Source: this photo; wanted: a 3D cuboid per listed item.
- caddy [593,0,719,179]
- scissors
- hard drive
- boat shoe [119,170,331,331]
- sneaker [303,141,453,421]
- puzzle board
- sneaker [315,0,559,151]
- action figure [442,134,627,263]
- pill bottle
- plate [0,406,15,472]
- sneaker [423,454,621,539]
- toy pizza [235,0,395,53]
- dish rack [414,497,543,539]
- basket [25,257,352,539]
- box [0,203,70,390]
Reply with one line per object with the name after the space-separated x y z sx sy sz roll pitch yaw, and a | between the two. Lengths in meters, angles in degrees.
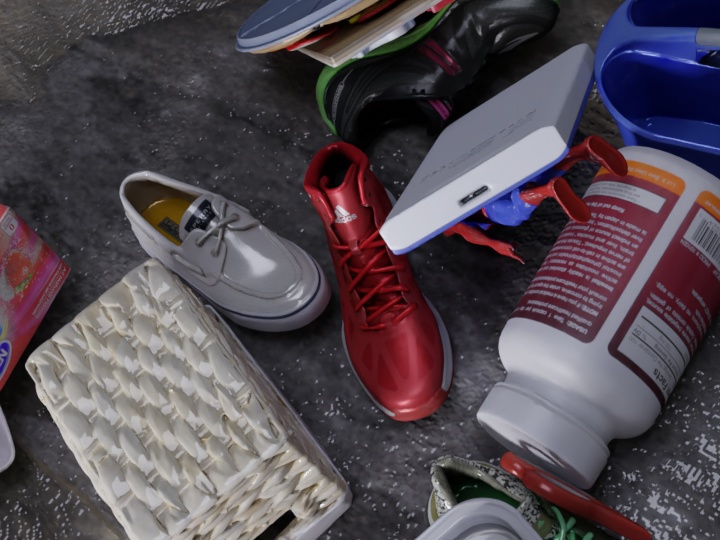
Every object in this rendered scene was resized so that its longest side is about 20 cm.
0.257 -0.128 0.962 0.198 0.105 0.143 16 71 26 | caddy
0.176 0.162 0.869 0.198 0.073 0.014 27 89 -5 | scissors
0.091 -0.085 0.956 0.131 0.025 0.200 -31 12 24 | hard drive
-0.106 -0.022 1.053 0.199 0.070 0.071 31 72 37 | boat shoe
0.000 0.000 0.986 0.078 0.116 0.201 -26 57 7 | sneaker
0.049 -0.212 1.081 0.199 0.017 0.151 -32 17 -4 | puzzle board
0.064 -0.147 1.071 0.199 0.077 0.085 -27 63 18 | sneaker
0.102 -0.045 0.954 0.066 0.052 0.200 -53 18 -17 | action figure
0.159 0.031 0.913 0.112 0.113 0.201 26 75 29 | pill bottle
-0.370 0.119 1.113 0.198 0.032 0.201 -30 58 4 | plate
0.115 0.172 0.872 0.199 0.089 0.077 24 74 28 | sneaker
-0.006 -0.215 1.099 0.199 0.032 0.201 -27 20 11 | toy pizza
0.050 0.243 0.777 0.200 0.044 0.172 -41 102 -1 | dish rack
-0.121 0.109 0.971 0.135 0.124 0.200 -39 57 -4 | basket
-0.316 0.048 1.052 0.094 0.103 0.201 18 70 27 | box
